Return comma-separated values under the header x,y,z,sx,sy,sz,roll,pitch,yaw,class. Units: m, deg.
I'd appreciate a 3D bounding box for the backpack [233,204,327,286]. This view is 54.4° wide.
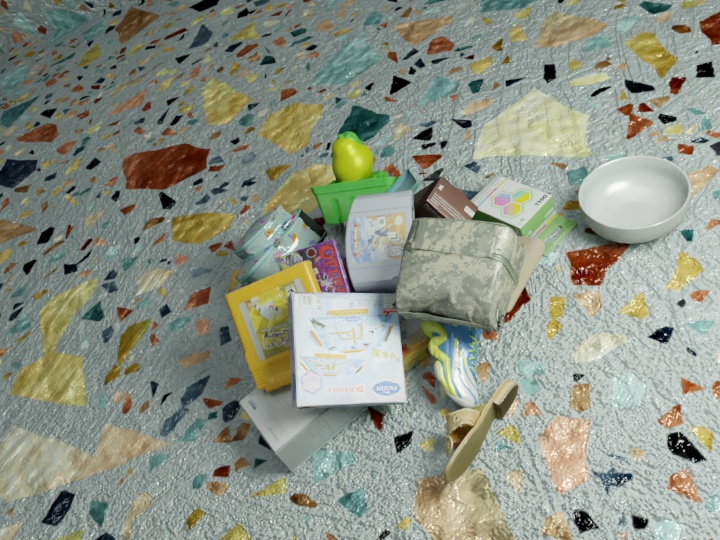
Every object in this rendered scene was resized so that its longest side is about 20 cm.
x,y,z,sx,sy,sz,roll,pitch,yaw,class
-0.190,-0.036,1.541,0.200,0.153,0.176,-62,19,-18,backpack

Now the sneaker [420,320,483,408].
x,y,z,sx,sy,sz,roll,pitch,yaw,class
0.177,0.137,1.230,0.105,0.076,0.200,-41,57,29,sneaker

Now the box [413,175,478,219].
x,y,z,sx,sy,sz,roll,pitch,yaw,class
0.138,-0.106,1.427,0.075,0.100,0.200,-56,12,-26,box

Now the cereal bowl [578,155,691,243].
x,y,z,sx,sy,sz,roll,pitch,yaw,class
0.523,-0.124,1.338,0.200,0.083,0.200,-13,46,15,cereal bowl

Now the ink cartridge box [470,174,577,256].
x,y,z,sx,sy,sz,roll,pitch,yaw,class
0.329,-0.117,1.442,0.104,0.059,0.200,-43,46,-16,ink cartridge box

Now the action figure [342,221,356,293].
x,y,z,sx,sy,sz,roll,pitch,yaw,class
0.000,0.000,1.396,0.149,0.134,0.200,29,51,26,action figure

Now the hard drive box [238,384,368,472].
x,y,z,sx,sy,sz,roll,pitch,yaw,class
-0.102,0.245,1.308,0.200,0.077,0.156,-38,45,-11,hard drive box

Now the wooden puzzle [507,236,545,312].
x,y,z,sx,sy,sz,roll,pitch,yaw,class
0.222,-0.009,1.321,0.200,0.037,0.185,10,50,37,wooden puzzle

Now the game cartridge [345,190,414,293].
x,y,z,sx,sy,sz,roll,pitch,yaw,class
0.037,-0.056,1.335,0.133,0.042,0.200,-4,68,10,game cartridge

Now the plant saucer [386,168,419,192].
x,y,z,sx,sy,sz,roll,pitch,yaw,class
0.050,-0.125,1.487,0.200,0.019,0.070,-47,33,16,plant saucer

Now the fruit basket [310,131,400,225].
x,y,z,sx,sy,sz,roll,pitch,yaw,class
-0.006,-0.209,1.577,0.215,0.216,0.155,-5,4,22,fruit basket

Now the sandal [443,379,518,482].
x,y,z,sx,sy,sz,roll,pitch,yaw,class
0.177,0.254,1.164,0.070,0.078,0.212,26,57,33,sandal

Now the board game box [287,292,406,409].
x,y,z,sx,sy,sz,roll,pitch,yaw,class
-0.025,0.139,1.237,0.200,0.041,0.200,2,72,-18,board game box

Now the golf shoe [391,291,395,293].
x,y,z,sx,sy,sz,roll,pitch,yaw,class
0.060,-0.037,1.394,0.077,0.088,0.200,-10,64,2,golf shoe

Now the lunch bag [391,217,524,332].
x,y,z,sx,sy,sz,roll,pitch,yaw,class
0.163,0.012,1.195,0.200,0.139,0.168,9,69,27,lunch bag

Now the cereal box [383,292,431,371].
x,y,z,sx,sy,sz,roll,pitch,yaw,class
0.048,0.118,1.377,0.144,0.040,0.200,-34,44,-9,cereal box

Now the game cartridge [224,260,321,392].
x,y,z,sx,sy,sz,roll,pitch,yaw,class
-0.141,0.106,1.294,0.176,0.032,0.200,-23,79,10,game cartridge

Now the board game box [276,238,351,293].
x,y,z,sx,sy,sz,roll,pitch,yaw,class
-0.076,0.053,1.314,0.120,0.032,0.200,-18,83,7,board game box

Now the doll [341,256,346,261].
x,y,z,sx,sy,sz,roll,pitch,yaw,class
-0.014,-0.002,1.510,0.200,0.048,0.137,-5,58,21,doll
